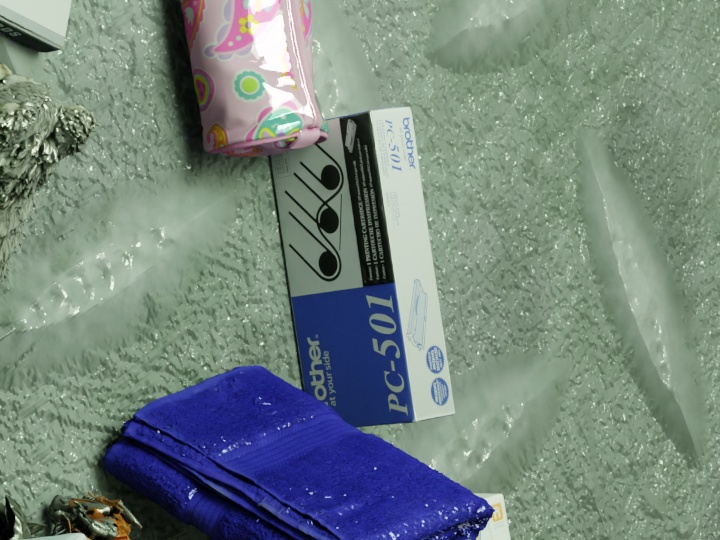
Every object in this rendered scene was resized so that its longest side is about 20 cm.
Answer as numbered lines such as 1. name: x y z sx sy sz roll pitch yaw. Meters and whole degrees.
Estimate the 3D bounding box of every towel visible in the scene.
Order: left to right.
1. towel: -0.037 0.124 1.747 0.148 0.200 0.050 -26 135 -43

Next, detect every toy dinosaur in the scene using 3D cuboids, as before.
1. toy dinosaur: -0.150 0.187 1.640 0.135 0.200 0.102 13 97 -27

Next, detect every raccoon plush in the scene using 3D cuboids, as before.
1. raccoon plush: -0.198 -0.017 1.633 0.097 0.134 0.201 -29 105 -48

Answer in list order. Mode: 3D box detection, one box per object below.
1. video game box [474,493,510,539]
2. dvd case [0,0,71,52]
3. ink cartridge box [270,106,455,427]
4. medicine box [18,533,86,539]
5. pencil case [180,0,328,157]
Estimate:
1. video game box: 0.035 0.255 1.918 0.200 0.047 0.183 -14 94 -48
2. dvd case: -0.220 -0.248 1.730 0.150 0.025 0.201 26 66 -43
3. ink cartridge box: 0.000 0.000 1.883 0.044 0.094 0.201 -9 91 -48
4. medicine box: -0.218 0.246 1.519 0.103 0.200 0.183 -28 105 -52
5. pencil case: -0.071 -0.173 1.840 0.087 0.087 0.201 -6 89 -48
